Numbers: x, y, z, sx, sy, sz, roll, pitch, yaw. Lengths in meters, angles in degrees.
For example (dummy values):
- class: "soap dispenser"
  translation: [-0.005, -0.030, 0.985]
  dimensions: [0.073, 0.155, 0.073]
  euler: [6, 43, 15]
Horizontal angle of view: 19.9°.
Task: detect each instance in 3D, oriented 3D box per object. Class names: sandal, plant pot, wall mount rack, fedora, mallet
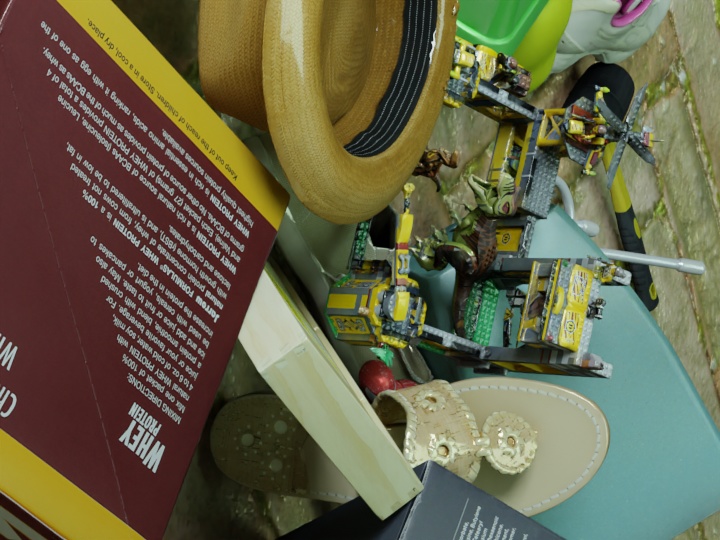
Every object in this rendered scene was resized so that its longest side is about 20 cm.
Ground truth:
- class: "sandal"
  translation: [0.020, 0.095, 1.051]
  dimensions: [0.070, 0.210, 0.078]
  euler: [-13, 103, -78]
- class: "plant pot"
  translation: [0.107, 0.065, 1.216]
  dimensions: [0.141, 0.141, 0.201]
  euler: [-29, 104, -10]
- class: "wall mount rack"
  translation: [0.160, 0.040, 1.383]
  dimensions: [0.173, 0.074, 0.202]
  euler: [17, 78, -54]
- class: "fedora"
  translation: [-0.021, -0.121, 0.964]
  dimensions: [0.200, 0.081, 0.202]
  euler: [-21, 113, -62]
- class: "mallet"
  translation: [0.180, -0.046, 1.447]
  dimensions: [0.066, 0.041, 0.201]
  euler: [-49, 133, -45]

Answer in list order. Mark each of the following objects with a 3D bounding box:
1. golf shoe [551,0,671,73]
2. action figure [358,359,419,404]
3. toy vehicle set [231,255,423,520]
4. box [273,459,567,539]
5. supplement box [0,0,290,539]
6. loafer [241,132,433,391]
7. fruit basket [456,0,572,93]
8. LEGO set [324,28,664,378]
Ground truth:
- class: "golf shoe"
  translation: [0.174, -0.182, 1.374]
  dimensions: [0.200, 0.091, 0.076]
  euler: [-29, 93, -53]
- class: "action figure"
  translation: [0.034, 0.137, 1.142]
  dimensions: [0.065, 0.099, 0.201]
  euler: [-28, 132, -17]
- class: "toy vehicle set"
  translation: [-0.044, 0.021, 1.003]
  dimensions: [0.026, 0.200, 0.124]
  euler: [-36, 131, 0]
- class: "box"
  translation: [0.048, 0.205, 1.061]
  dimensions: [0.181, 0.200, 0.105]
  euler: [31, 60, -15]
- class: "supplement box"
  translation: [-0.160, 0.000, 0.862]
  dimensions: [0.197, 0.132, 0.201]
  euler: [47, 54, -46]
- class: "loafer"
  translation: [0.000, 0.000, 1.133]
  dimensions: [0.201, 0.068, 0.076]
  euler: [60, 6, -36]
- class: "fruit basket"
  translation: [0.069, -0.196, 1.221]
  dimensions: [0.216, 0.155, 0.216]
  euler: [-57, 177, -4]
- class: "LEGO set"
  translation: [0.079, -0.030, 1.072]
  dimensions: [0.153, 0.115, 0.201]
  euler: [32, 70, -37]
